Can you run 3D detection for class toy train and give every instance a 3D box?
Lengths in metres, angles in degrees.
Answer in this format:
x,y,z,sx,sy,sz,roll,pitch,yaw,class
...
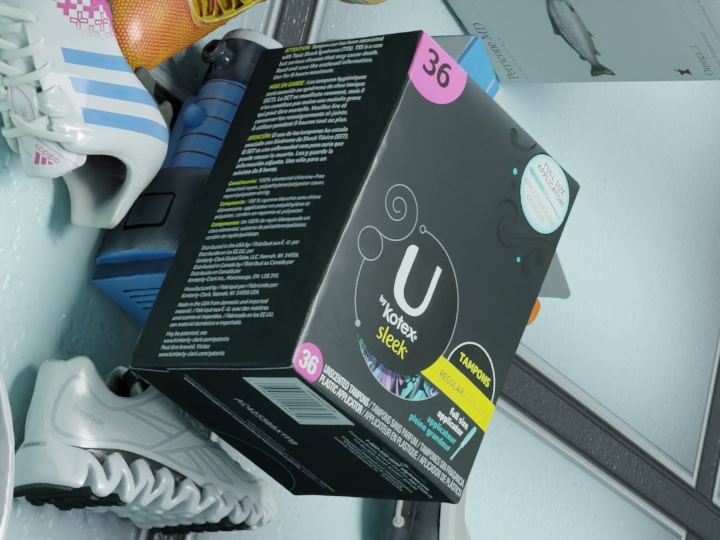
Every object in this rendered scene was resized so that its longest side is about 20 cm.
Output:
x,y,z,sx,sy,sz,roll,pitch,yaw,class
-0.068,-0.044,1.421,0.114,0.086,0.201,45,55,-41,toy train

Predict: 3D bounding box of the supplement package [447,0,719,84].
x,y,z,sx,sy,sz,roll,pitch,yaw,class
0.173,-0.202,1.673,0.117,0.199,0.118,50,51,-45,supplement package

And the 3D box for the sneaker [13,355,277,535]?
x,y,z,sx,sy,sz,roll,pitch,yaw,class
-0.110,0.098,1.378,0.200,0.075,0.081,25,62,-55,sneaker

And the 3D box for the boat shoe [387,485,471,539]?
x,y,z,sx,sy,sz,roll,pitch,yaw,class
0.040,0.135,1.615,0.074,0.060,0.201,-15,106,-75,boat shoe

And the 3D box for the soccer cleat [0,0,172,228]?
x,y,z,sx,sy,sz,roll,pitch,yaw,class
-0.158,-0.101,1.289,0.200,0.070,0.087,56,47,-42,soccer cleat

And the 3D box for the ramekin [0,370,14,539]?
x,y,z,sx,sy,sz,roll,pitch,yaw,class
-0.252,0.090,1.133,0.202,0.094,0.203,-2,92,-57,ramekin

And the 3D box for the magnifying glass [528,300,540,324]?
x,y,z,sx,sy,sz,roll,pitch,yaw,class
0.075,-0.036,1.699,0.200,0.022,0.080,57,46,-38,magnifying glass

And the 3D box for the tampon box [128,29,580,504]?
x,y,z,sx,sy,sz,roll,pitch,yaw,class
0.000,0.000,1.340,0.150,0.126,0.201,40,61,-38,tampon box

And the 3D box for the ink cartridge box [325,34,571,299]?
x,y,z,sx,sy,sz,roll,pitch,yaw,class
0.043,-0.043,1.558,0.068,0.116,0.200,-54,133,-39,ink cartridge box

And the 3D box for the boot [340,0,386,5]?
x,y,z,sx,sy,sz,roll,pitch,yaw,class
-0.042,-0.231,1.382,0.073,0.155,0.201,20,68,-54,boot

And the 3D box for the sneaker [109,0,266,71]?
x,y,z,sx,sy,sz,roll,pitch,yaw,class
-0.077,-0.171,1.407,0.200,0.077,0.073,-47,131,-43,sneaker
